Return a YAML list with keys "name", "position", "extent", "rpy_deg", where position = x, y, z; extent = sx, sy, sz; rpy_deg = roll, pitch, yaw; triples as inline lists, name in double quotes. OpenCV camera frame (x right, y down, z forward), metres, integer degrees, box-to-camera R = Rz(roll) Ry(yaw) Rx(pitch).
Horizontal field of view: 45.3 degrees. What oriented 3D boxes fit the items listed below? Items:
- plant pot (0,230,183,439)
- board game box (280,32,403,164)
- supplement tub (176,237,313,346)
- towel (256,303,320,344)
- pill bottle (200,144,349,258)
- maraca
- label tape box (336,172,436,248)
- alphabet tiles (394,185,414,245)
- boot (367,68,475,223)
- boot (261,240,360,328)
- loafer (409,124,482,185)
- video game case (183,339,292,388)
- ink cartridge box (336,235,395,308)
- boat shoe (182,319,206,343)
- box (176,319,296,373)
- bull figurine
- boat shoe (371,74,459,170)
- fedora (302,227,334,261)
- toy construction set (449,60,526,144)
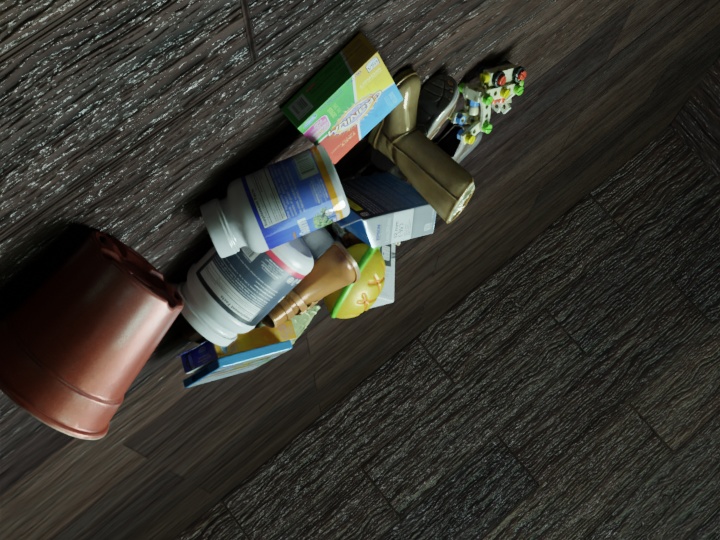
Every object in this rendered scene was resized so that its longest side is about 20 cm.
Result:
- name: "plant pot"
  position: [-0.340, 0.070, 1.089]
  extent: [0.196, 0.200, 0.201]
  rpy_deg: [-50, 165, 1]
- name: "board game box"
  position: [-0.021, -0.245, 1.262]
  extent: [0.153, 0.040, 0.200]
  rpy_deg: [-43, 166, 5]
- name: "supplement tub"
  position: [-0.185, 0.008, 1.372]
  extent: [0.200, 0.141, 0.140]
  rpy_deg: [-43, 166, 9]
- name: "towel"
  position: [-0.189, 0.086, 1.623]
  extent: [0.198, 0.037, 0.149]
  rpy_deg: [14, 135, -28]
- name: "pill bottle"
  position: [-0.124, -0.093, 1.244]
  extent: [0.198, 0.113, 0.112]
  rpy_deg: [-24, 164, -3]
- name: "maraca"
  position: [0.000, 0.000, 1.581]
  extent: [0.202, 0.106, 0.137]
  rpy_deg: [-59, 179, -1]
- name: "label tape box"
  position: [0.010, -0.100, 1.468]
  extent: [0.198, 0.143, 0.067]
  rpy_deg: [-16, 126, -31]
- name: "alphabet tiles"
  position: [0.101, -0.147, 1.636]
  extent: [0.196, 0.014, 0.203]
  rpy_deg: [-66, 176, -83]
- name: "boot"
  position: [0.113, -0.203, 1.402]
  extent: [0.066, 0.200, 0.176]
  rpy_deg: [-32, 159, -33]
- name: "boot"
  position: [-0.088, 0.033, 1.422]
  extent: [0.154, 0.074, 0.200]
  rpy_deg: [-34, 176, -22]
- name: "loafer"
  position: [0.160, -0.229, 1.751]
  extent: [0.071, 0.073, 0.201]
  rpy_deg: [3, 130, -55]
- name: "video game case"
  position: [-0.223, 0.169, 1.544]
  extent: [0.141, 0.018, 0.200]
  rpy_deg: [-12, 170, -31]
- name: "ink cartridge box"
  position: [0.009, -0.031, 1.716]
  extent: [0.066, 0.203, 0.115]
  rpy_deg: [15, 158, -38]
- name: "boat shoe"
  position: [-0.222, 0.072, 1.518]
  extent: [0.201, 0.076, 0.075]
  rpy_deg: [-28, 133, 31]
- name: "box"
  position: [-0.224, 0.137, 1.529]
  extent: [0.198, 0.042, 0.118]
  rpy_deg: [-14, 171, -43]
- name: "bull figurine"
  position: [0.020, -0.129, 1.615]
  extent: [0.202, 0.065, 0.121]
  rpy_deg: [-60, 146, 1]
- name: "boat shoe"
  position: [0.101, -0.250, 1.507]
  extent: [0.200, 0.076, 0.072]
  rpy_deg: [-43, 168, 13]
- name: "fedora"
  position: [-0.110, -0.028, 1.563]
  extent: [0.199, 0.091, 0.177]
  rpy_deg: [-39, 166, -9]
- name: "toy construction set"
  position: [0.248, -0.324, 1.632]
  extent: [0.200, 0.091, 0.133]
  rpy_deg: [-36, 143, -49]
